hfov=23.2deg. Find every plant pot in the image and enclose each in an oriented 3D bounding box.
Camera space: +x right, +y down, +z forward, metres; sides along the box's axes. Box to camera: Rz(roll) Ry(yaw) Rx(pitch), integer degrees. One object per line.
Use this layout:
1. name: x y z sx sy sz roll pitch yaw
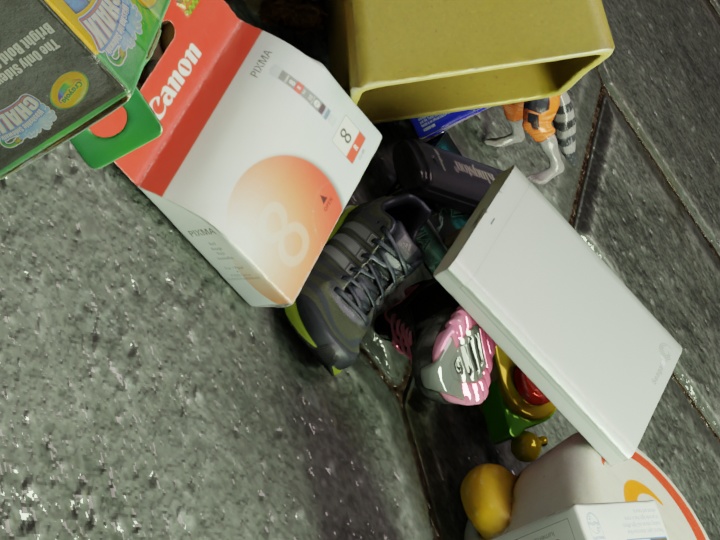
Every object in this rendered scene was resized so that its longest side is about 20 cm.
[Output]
1. plant pot: 0.065 -0.233 1.345 0.196 0.193 0.201 149 -68 -84

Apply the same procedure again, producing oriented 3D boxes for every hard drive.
1. hard drive: 0.152 0.032 1.318 0.200 0.026 0.132 46 46 -12

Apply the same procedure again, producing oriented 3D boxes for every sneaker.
1. sneaker: 0.000 0.000 1.301 0.074 0.081 0.200 50 30 -22
2. sneaker: 0.054 0.051 1.339 0.200 0.095 0.079 -54 137 -69

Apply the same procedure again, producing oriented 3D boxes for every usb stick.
1. usb stick: 0.093 -0.073 1.514 0.200 0.033 0.056 13 55 -54

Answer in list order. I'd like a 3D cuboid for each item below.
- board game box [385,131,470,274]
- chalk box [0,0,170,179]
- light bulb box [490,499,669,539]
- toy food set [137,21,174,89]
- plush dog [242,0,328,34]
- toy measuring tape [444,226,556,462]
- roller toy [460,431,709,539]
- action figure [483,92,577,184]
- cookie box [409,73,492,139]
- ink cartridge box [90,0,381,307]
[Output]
1. board game box: 0.101 -0.011 1.539 0.200 0.028 0.135 56 28 -12
2. chalk box: -0.200 -0.148 1.048 0.200 0.124 0.124 48 31 -27
3. light bulb box: 0.122 0.277 1.144 0.125 0.198 0.201 8 58 -55
4. toy food set: -0.103 -0.147 1.276 0.200 0.060 0.144 42 34 -34
5. plush dog: -0.082 -0.271 1.368 0.200 0.160 0.172 -92 163 -44
6. toy measuring tape: 0.122 0.061 1.456 0.073 0.073 0.201 9 64 -57
7. roller toy: 0.173 0.228 1.335 0.200 0.140 0.183 20 39 -49
8. action figure: 0.168 -0.201 1.651 0.200 0.104 0.194 -102 -160 -68
9. cookie box: 0.045 -0.221 1.527 0.200 0.075 0.171 63 10 -2
10. ink cartridge box: -0.083 -0.098 1.207 0.200 0.050 0.162 50 54 -34
